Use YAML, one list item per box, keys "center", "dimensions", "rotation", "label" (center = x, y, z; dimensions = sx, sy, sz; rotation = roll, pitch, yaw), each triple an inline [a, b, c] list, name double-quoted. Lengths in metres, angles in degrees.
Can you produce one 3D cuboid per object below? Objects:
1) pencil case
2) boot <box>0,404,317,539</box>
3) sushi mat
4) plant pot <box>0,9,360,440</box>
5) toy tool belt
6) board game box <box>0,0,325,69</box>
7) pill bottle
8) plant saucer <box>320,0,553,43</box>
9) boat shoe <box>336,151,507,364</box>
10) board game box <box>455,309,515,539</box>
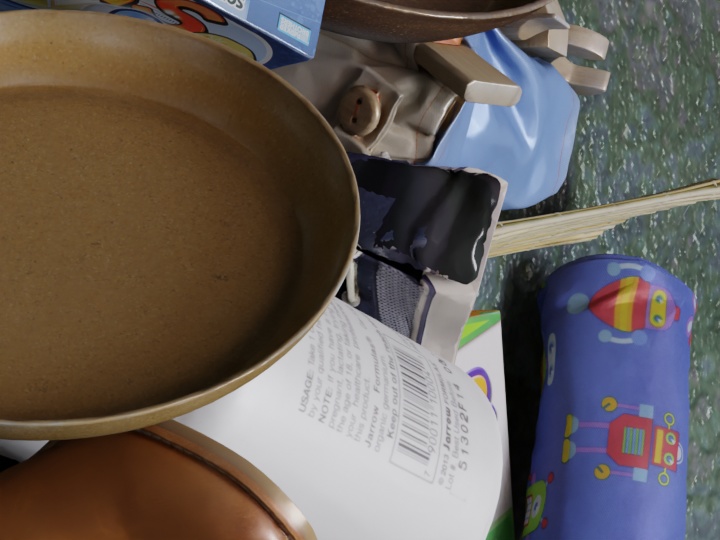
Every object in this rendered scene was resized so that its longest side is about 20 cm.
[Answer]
- center: [0.112, 0.093, 1.279]
  dimensions: [0.078, 0.087, 0.201]
  rotation: [13, 65, -17]
  label: "pencil case"
- center: [-0.120, 0.118, 0.840]
  dimensions: [0.155, 0.199, 0.074]
  rotation: [-57, 132, -39]
  label: "boot"
- center: [0.078, -0.017, 1.244]
  dimensions: [0.200, 0.095, 0.012]
  rotation: [-11, 83, -49]
  label: "sushi mat"
- center: [-0.100, -0.013, 0.874]
  dimensions: [0.200, 0.199, 0.028]
  rotation: [-44, 150, -41]
  label: "plant pot"
- center: [0.047, -0.070, 1.162]
  dimensions: [0.200, 0.122, 0.125]
  rotation: [6, 92, -60]
  label: "toy tool belt"
- center: [-0.128, -0.114, 0.946]
  dimensions: [0.200, 0.135, 0.035]
  rotation: [25, 67, -38]
  label: "board game box"
- center: [-0.053, 0.050, 0.978]
  dimensions: [0.200, 0.114, 0.115]
  rotation: [30, 67, -39]
  label: "pill bottle"
- center: [-0.011, -0.146, 1.082]
  dimensions: [0.200, 0.200, 0.037]
  rotation: [-22, 146, -48]
  label: "plant saucer"
- center: [0.000, 0.000, 1.090]
  dimensions: [0.200, 0.092, 0.075]
  rotation: [102, 5, -68]
  label: "boat shoe"
- center: [0.032, 0.105, 1.243]
  dimensions: [0.095, 0.030, 0.201]
  rotation: [-10, 95, -50]
  label: "board game box"
